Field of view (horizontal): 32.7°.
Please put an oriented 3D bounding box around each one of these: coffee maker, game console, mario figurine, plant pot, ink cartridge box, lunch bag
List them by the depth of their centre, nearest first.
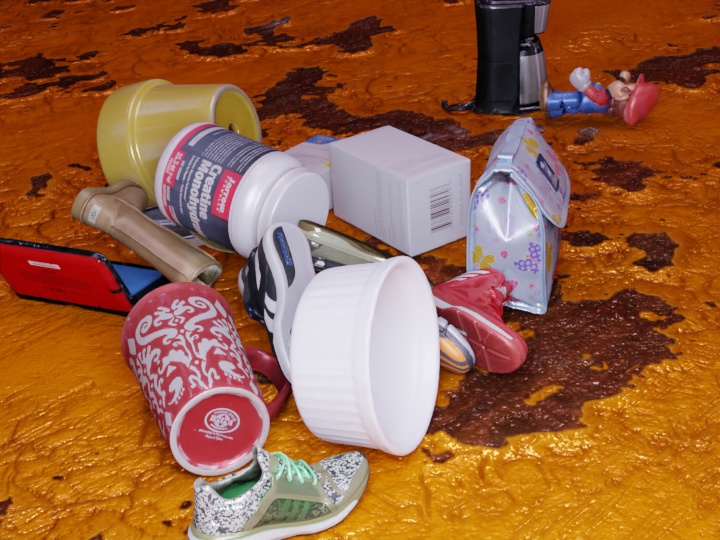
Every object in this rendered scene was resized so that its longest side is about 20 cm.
[{"bbox_3d":[0.201,-0.072,1.551,0.125,0.203,0.170,2,26,14],"label":"lunch bag"},{"bbox_3d":[-0.368,-0.015,1.633,0.197,0.173,0.120,7,55,24],"label":"game console"},{"bbox_3d":[-0.257,-0.192,1.821,0.187,0.203,0.201,-8,21,29],"label":"plant pot"},{"bbox_3d":[-0.082,-0.139,1.882,0.115,0.068,0.199,16,33,36],"label":"ink cartridge box"},{"bbox_3d":[0.411,-0.310,2.106,0.197,0.108,0.124,2,25,17],"label":"mario figurine"},{"bbox_3d":[0.246,-0.388,2.179,0.190,0.203,0.135,-15,27,-20],"label":"coffee maker"}]

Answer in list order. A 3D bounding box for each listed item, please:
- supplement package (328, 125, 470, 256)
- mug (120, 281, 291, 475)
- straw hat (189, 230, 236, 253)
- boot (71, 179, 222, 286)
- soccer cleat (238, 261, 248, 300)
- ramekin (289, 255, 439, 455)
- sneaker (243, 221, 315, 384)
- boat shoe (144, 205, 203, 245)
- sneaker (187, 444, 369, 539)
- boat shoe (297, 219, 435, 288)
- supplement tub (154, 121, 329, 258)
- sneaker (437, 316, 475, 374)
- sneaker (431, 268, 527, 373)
[{"bbox_3d":[0.056,-0.118,1.764,0.116,0.119,0.199,-21,31,-29],"label":"supplement package"},{"bbox_3d":[-0.155,0.112,1.325,0.175,0.135,0.200,-14,31,-15],"label":"mug"},{"bbox_3d":[-0.136,-0.057,1.697,0.198,0.086,0.203,-4,43,4],"label":"straw hat"},{"bbox_3d":[-0.270,-0.041,1.648,0.198,0.067,0.175,31,18,12],"label":"boot"},{"bbox_3d":[-0.058,0.045,1.513,0.198,0.087,0.070,24,59,7],"label":"soccer cleat"},{"bbox_3d":[0.005,0.088,1.275,0.096,0.203,0.201,-2,25,24],"label":"ramekin"},{"bbox_3d":[-0.085,0.057,1.403,0.072,0.112,0.203,3,60,-24],"label":"sneaker"},{"bbox_3d":[-0.235,-0.082,1.784,0.197,0.069,0.072,-13,35,-14],"label":"boat shoe"},{"bbox_3d":[-0.076,0.204,1.167,0.198,0.090,0.077,-20,30,-29],"label":"sneaker"},{"bbox_3d":[0.000,0.000,1.547,0.199,0.067,0.072,25,7,-22],"label":"boat shoe"},{"bbox_3d":[-0.153,-0.098,1.575,0.198,0.142,0.140,24,37,30],"label":"supplement tub"},{"bbox_3d":[0.028,0.090,1.413,0.198,0.078,0.112,27,63,21],"label":"sneaker"},{"bbox_3d":[0.152,0.044,1.440,0.115,0.079,0.199,-32,34,-22],"label":"sneaker"}]
